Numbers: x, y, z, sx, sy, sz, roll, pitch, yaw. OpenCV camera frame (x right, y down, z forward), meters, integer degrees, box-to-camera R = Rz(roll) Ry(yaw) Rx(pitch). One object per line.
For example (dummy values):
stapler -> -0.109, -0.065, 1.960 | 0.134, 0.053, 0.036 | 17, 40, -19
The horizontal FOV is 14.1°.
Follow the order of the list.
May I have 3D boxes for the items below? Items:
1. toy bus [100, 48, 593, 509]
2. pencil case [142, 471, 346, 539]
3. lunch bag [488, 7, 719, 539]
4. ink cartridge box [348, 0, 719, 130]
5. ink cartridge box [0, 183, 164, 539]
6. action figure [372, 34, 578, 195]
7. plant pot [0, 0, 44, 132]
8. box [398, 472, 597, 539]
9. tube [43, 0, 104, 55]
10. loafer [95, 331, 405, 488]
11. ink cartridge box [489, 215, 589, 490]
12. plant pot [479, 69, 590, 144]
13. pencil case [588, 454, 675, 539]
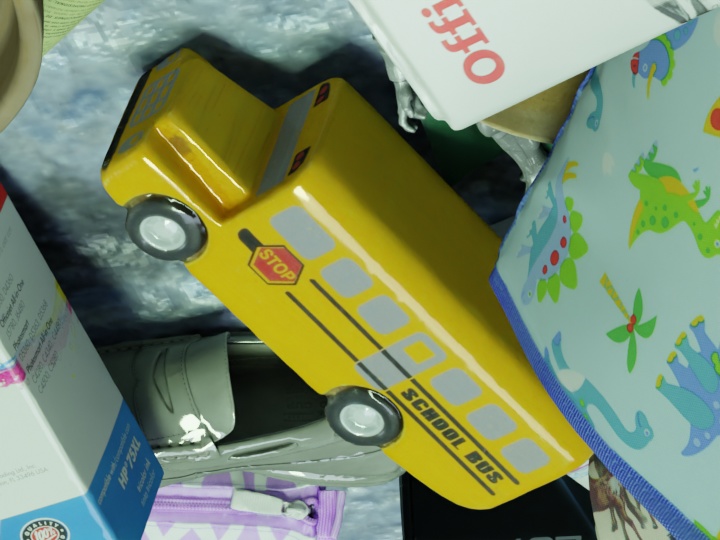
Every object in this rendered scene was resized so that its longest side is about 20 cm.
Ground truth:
toy bus -> 0.000, 0.000, 1.056 | 0.078, 0.065, 0.200 | -27, 119, 37
pencil case -> -0.106, 0.101, 1.254 | 0.198, 0.085, 0.085 | 2, -175, -9
lunch bag -> 0.144, -0.003, 0.898 | 0.127, 0.200, 0.171 | -23, 146, -51
ink cartridge box -> 0.075, -0.148, 0.812 | 0.199, 0.085, 0.145 | -25, 130, 16
ink cartridge box -> -0.172, 0.033, 1.113 | 0.115, 0.067, 0.201 | -16, 118, 20
action figure -> 0.044, -0.082, 1.005 | 0.117, 0.055, 0.200 | -13, 143, 22
plant pot -> -0.197, -0.108, 0.897 | 0.199, 0.093, 0.201 | -2, 148, -1
box -> 0.117, 0.130, 1.253 | 0.198, 0.161, 0.044 | -3, 119, 2
tube -> -0.116, -0.100, 0.967 | 0.058, 0.052, 0.200 | 52, 135, -4
loafer -> -0.068, 0.052, 1.203 | 0.199, 0.070, 0.070 | -1, 142, -15
ink cartridge box -> 0.132, 0.041, 1.193 | 0.115, 0.068, 0.200 | -21, 144, 28
plant pot -> 0.091, -0.124, 0.915 | 0.198, 0.028, 0.201 | -4, 132, -5
pencil case -> 0.168, 0.057, 1.050 | 0.078, 0.090, 0.200 | 44, 144, -15
